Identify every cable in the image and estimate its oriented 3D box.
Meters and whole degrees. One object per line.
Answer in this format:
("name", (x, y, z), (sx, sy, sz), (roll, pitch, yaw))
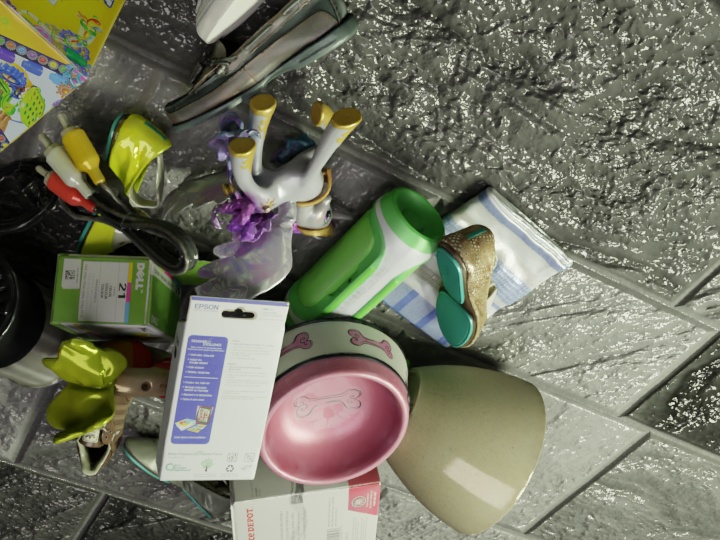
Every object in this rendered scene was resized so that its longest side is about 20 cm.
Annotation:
("cable", (-0.240, -0.053, 0.832), (0.200, 0.050, 0.097), (47, 125, 17))

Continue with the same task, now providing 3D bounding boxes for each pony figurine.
("pony figurine", (-0.091, -0.074, 0.851), (0.193, 0.167, 0.200), (-18, 150, -16))

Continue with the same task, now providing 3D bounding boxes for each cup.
("cup", (0.102, 0.193, 1.049), (0.143, 0.200, 0.200), (29, 126, -15))

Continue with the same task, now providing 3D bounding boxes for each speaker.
("speaker", (0.000, 0.000, 0.950), (0.088, 0.089, 0.200), (31, 125, -23))

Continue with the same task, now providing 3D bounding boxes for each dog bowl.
("dog bowl", (-0.035, 0.151, 0.954), (0.200, 0.074, 0.200), (-8, 125, -11))

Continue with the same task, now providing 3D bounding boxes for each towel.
("towel", (0.120, 0.003, 0.992), (0.147, 0.024, 0.200), (38, 123, -26))

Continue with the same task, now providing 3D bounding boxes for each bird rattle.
("bird rattle", (-0.237, 0.103, 0.924), (0.200, 0.163, 0.113), (-5, 107, -33))

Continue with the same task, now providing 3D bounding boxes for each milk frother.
("milk frother", (-0.365, 0.007, 0.946), (0.200, 0.181, 0.188), (-34, 165, -5))

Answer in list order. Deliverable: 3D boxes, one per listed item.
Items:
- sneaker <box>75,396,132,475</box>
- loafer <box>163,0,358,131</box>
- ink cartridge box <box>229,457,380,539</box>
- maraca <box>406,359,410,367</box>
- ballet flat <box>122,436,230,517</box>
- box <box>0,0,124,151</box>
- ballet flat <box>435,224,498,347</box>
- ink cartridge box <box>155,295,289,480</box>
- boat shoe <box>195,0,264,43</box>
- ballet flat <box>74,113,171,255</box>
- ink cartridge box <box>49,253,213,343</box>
("sneaker", (-0.333, 0.186, 1.130), (0.070, 0.076, 0.200), (9, 131, -6))
("loafer", (-0.101, -0.199, 0.800), (0.200, 0.072, 0.063), (-26, 114, 13))
("ink cartridge box", (-0.079, 0.316, 1.208), (0.200, 0.083, 0.147), (-5, 132, -10))
("maraca", (-0.041, 0.126, 1.052), (0.200, 0.107, 0.137), (-2, 156, -17))
("ballet flat", (-0.245, 0.275, 1.225), (0.064, 0.067, 0.200), (-41, 123, -1))
("box", (-0.305, -0.196, 0.713), (0.192, 0.200, 0.122), (-30, 125, 25))
("ballet flat", (0.120, 0.019, 0.941), (0.065, 0.071, 0.200), (-34, 155, -15))
("ink cartridge box", (-0.136, 0.111, 0.854), (0.099, 0.039, 0.200), (6, 110, -23))
("boat shoe", (-0.095, -0.278, 0.728), (0.069, 0.072, 0.200), (45, 135, 1))
("ballet flat", (-0.244, -0.070, 0.907), (0.067, 0.067, 0.200), (24, 126, -7))
("ink cartridge box", (-0.211, 0.036, 0.949), (0.200, 0.076, 0.148), (2, 168, 1))
